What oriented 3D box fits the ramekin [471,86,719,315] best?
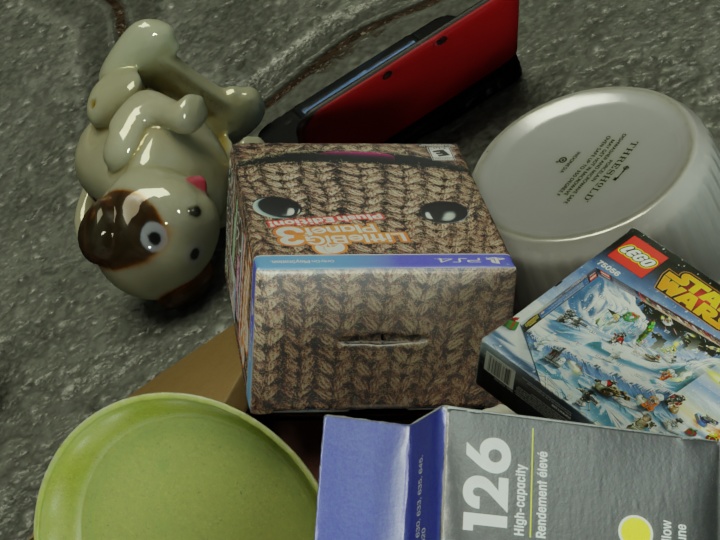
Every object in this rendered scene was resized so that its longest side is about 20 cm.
[{"bbox_3d":[0.161,-0.039,1.343,0.201,0.095,0.203,-16,38,13],"label":"ramekin"}]

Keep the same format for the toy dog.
[{"bbox_3d":[-0.163,-0.066,1.522,0.193,0.140,0.201,-34,35,17],"label":"toy dog"}]

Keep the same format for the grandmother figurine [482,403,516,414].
[{"bbox_3d":[0.110,0.162,1.114,0.121,0.061,0.201,-1,51,-30],"label":"grandmother figurine"}]

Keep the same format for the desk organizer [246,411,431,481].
[{"bbox_3d":[-0.003,0.140,1.243,0.199,0.072,0.077,-2,45,27],"label":"desk organizer"}]

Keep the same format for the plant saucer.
[{"bbox_3d":[-0.098,0.166,1.178,0.199,0.201,0.031,-8,10,21],"label":"plant saucer"}]

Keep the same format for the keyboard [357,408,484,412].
[{"bbox_3d":[0.036,0.056,1.342,0.104,0.040,0.200,-41,41,-13],"label":"keyboard"}]

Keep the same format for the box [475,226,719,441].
[{"bbox_3d":[0.181,0.071,1.088,0.137,0.040,0.200,-33,56,-32],"label":"box"}]

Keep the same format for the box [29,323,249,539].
[{"bbox_3d":[-0.122,0.097,1.303,0.163,0.021,0.200,-34,12,24],"label":"box"}]

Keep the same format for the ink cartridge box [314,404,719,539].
[{"bbox_3d":[0.076,0.167,0.955,0.198,0.047,0.199,7,67,-9],"label":"ink cartridge box"}]

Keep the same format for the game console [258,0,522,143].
[{"bbox_3d":[0.016,-0.156,1.541,0.199,0.119,0.172,-32,38,-10],"label":"game console"}]

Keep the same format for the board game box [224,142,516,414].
[{"bbox_3d":[0.000,0.000,1.269,0.158,0.097,0.200,-1,26,-9],"label":"board game box"}]
